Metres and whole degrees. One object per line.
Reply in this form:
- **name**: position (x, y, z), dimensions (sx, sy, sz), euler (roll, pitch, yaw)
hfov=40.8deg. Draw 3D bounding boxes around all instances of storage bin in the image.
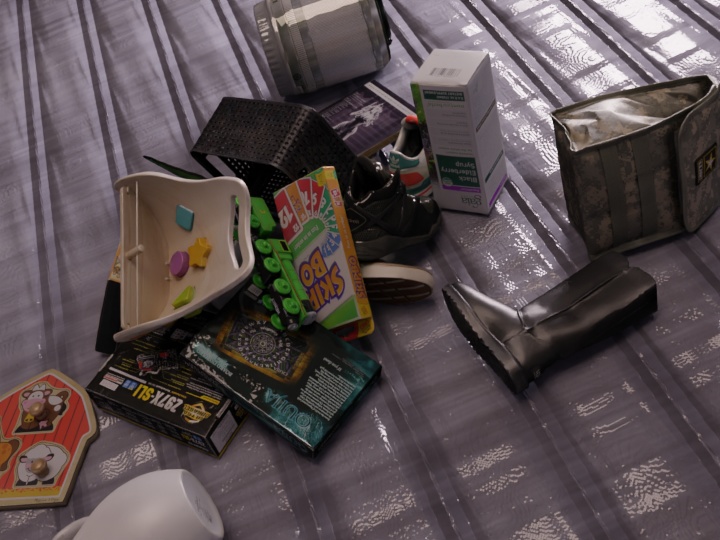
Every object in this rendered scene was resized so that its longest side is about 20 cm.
- **storage bin**: position (-0.113, -0.149, 1.291), dimensions (0.198, 0.135, 0.095), euler (14, 68, 42)

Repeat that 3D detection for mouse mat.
- **mouse mat**: position (-0.193, -0.108, 1.314), dimensions (0.199, 0.160, 0.008), euler (24, 87, 49)

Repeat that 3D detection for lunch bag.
- **lunch bag**: position (0.341, -0.126, 1.146), dimensions (0.197, 0.166, 0.118), euler (-17, 37, 3)

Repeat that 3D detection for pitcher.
- **pitcher**: position (-0.247, 0.281, 1.000), dimensions (0.198, 0.122, 0.172), euler (-34, 28, 1)

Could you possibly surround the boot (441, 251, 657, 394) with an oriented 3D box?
- **boot**: position (0.214, 0.031, 1.106), dimensions (0.198, 0.066, 0.165), euler (-32, 53, -8)

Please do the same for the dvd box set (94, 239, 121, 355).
- **dvd box set**: position (-0.307, -0.010, 1.285), dimensions (0.029, 0.147, 0.202), euler (15, 44, -10)

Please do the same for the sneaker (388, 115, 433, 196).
- **sneaker**: position (0.101, -0.189, 1.346), dimensions (0.070, 0.094, 0.200), euler (18, 55, 33)

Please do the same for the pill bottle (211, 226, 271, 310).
- **pill bottle**: position (-0.195, -0.036, 1.287), dimensions (0.111, 0.113, 0.200), euler (-35, 45, -16)

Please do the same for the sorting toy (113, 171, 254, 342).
- **sorting toy**: position (-0.199, -0.025, 1.148), dimensions (0.178, 0.106, 0.204), euler (-18, 67, 32)

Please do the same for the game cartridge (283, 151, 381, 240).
- **game cartridge**: position (-0.036, -0.103, 1.356), dimensions (0.127, 0.039, 0.202), euler (-5, 45, 10)

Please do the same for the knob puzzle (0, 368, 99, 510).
- **knob puzzle**: position (-0.415, 0.198, 1.192), dimensions (0.216, 0.031, 0.222), euler (-11, 44, 10)

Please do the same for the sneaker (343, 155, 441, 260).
- **sneaker**: position (0.044, -0.089, 1.215), dimensions (0.075, 0.116, 0.198), euler (16, 22, 34)

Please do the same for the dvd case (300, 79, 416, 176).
- **dvd case**: position (-0.021, -0.202, 1.417), dimensions (0.198, 0.016, 0.149), euler (-33, 42, -13)

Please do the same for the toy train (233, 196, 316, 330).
- **toy train**: position (-0.106, -0.011, 1.160), dimensions (0.056, 0.042, 0.202), euler (4, 48, -42)

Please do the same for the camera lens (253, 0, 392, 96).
- **camera lens**: position (-0.056, -0.378, 1.542), dimensions (0.197, 0.161, 0.161), euler (-18, 43, 2)

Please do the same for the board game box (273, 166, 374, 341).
- **board game box**: position (-0.045, -0.012, 1.160), dimensions (0.095, 0.203, 0.030), euler (-21, -7, 42)

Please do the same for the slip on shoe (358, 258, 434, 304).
- **slip on shoe**: position (0.000, 0.000, 1.210), dimensions (0.197, 0.076, 0.061), euler (-2, 60, 28)

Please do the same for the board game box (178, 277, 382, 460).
- **board game box**: position (-0.092, 0.109, 1.117), dimensions (0.198, 0.028, 0.135), euler (33, 59, 18)

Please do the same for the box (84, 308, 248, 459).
- **box**: position (-0.212, 0.123, 1.180), dimensions (0.197, 0.050, 0.161), euler (14, 55, 29)

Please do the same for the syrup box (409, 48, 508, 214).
- **syrup box**: position (0.130, -0.176, 1.244), dimensions (0.078, 0.202, 0.082), euler (10, 46, 28)
